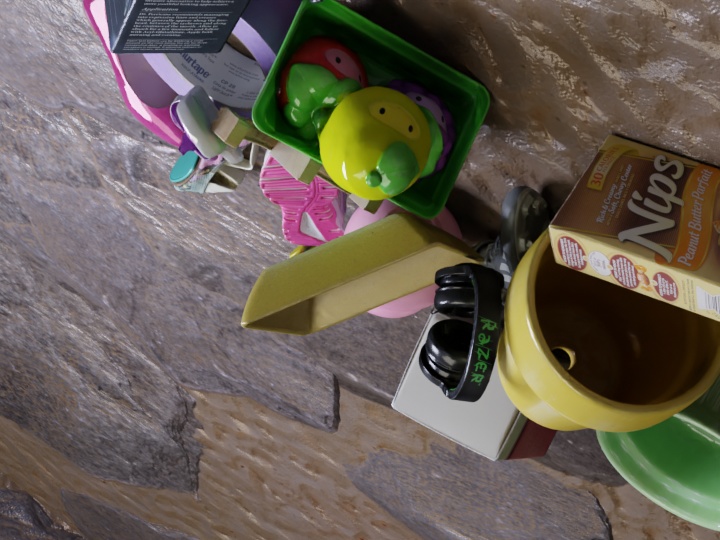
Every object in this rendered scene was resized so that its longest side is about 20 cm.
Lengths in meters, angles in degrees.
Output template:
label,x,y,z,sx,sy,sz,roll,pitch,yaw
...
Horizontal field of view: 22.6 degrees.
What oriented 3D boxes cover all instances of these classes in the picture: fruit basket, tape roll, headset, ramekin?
label,x,y,z,sx,sy,sz,roll,pitch,yaw
fruit basket,0.011,-0.135,1.588,0.215,0.156,0.216,25,174,3
tape roll,-0.129,-0.227,1.754,0.199,0.066,0.200,27,152,16
headset,0.108,0.050,1.694,0.093,0.124,0.200,8,-166,-12
ramekin,0.342,0.161,1.785,0.199,0.098,0.200,28,153,16

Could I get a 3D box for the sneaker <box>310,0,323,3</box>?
label,x,y,z,sx,sy,sz,roll,pitch,yaw
sneaker,-0.017,-0.259,1.550,0.199,0.079,0.076,17,149,34

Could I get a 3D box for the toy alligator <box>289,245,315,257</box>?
label,x,y,z,sx,sy,sz,roll,pitch,yaw
toy alligator,-0.037,-0.012,1.931,0.054,0.200,0.059,-38,98,20

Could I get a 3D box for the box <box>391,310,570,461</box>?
label,x,y,z,sx,sy,sz,roll,pitch,yaw
box,0.134,0.120,1.859,0.127,0.109,0.200,26,-175,20

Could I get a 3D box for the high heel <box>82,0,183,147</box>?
label,x,y,z,sx,sy,sz,roll,pitch,yaw
high heel,-0.218,-0.216,1.850,0.201,0.067,0.096,61,161,0

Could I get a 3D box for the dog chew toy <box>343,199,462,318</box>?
label,x,y,z,sx,sy,sz,roll,pitch,yaw
dog chew toy,0.034,-0.007,1.863,0.124,0.125,0.200,35,161,1

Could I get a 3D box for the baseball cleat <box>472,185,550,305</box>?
label,x,y,z,sx,sy,sz,roll,pitch,yaw
baseball cleat,0.142,-0.016,1.768,0.106,0.070,0.200,20,149,29

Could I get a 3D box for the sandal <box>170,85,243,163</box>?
label,x,y,z,sx,sy,sz,roll,pitch,yaw
sandal,-0.157,-0.134,1.723,0.083,0.050,0.203,62,-177,2

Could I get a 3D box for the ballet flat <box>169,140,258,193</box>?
label,x,y,z,sx,sy,sz,roll,pitch,yaw
ballet flat,-0.151,-0.124,1.956,0.071,0.069,0.200,25,154,-12

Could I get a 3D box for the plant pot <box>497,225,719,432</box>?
label,x,y,z,sx,sy,sz,roll,pitch,yaw
plant pot,0.213,0.061,1.662,0.200,0.201,0.189,36,155,-1

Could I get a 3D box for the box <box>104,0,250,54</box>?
label,x,y,z,sx,sy,sz,roll,pitch,yaw
box,-0.154,-0.294,1.549,0.106,0.149,0.200,-3,162,-21

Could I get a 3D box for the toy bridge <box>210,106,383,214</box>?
label,x,y,z,sx,sy,sz,roll,pitch,yaw
toy bridge,-0.061,-0.106,1.691,0.199,0.027,0.067,24,-168,-40

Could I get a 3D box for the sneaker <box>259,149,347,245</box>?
label,x,y,z,sx,sy,sz,roll,pitch,yaw
sneaker,-0.054,-0.102,1.824,0.081,0.089,0.200,4,155,4

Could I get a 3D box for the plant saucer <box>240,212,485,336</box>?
label,x,y,z,sx,sy,sz,roll,pitch,yaw
plant saucer,0.000,0.000,1.677,0.200,0.199,0.049,16,-126,-73

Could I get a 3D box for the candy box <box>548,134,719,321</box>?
label,x,y,z,sx,sy,sz,roll,pitch,yaw
candy box,0.275,-0.032,1.531,0.199,0.116,0.055,21,150,27
